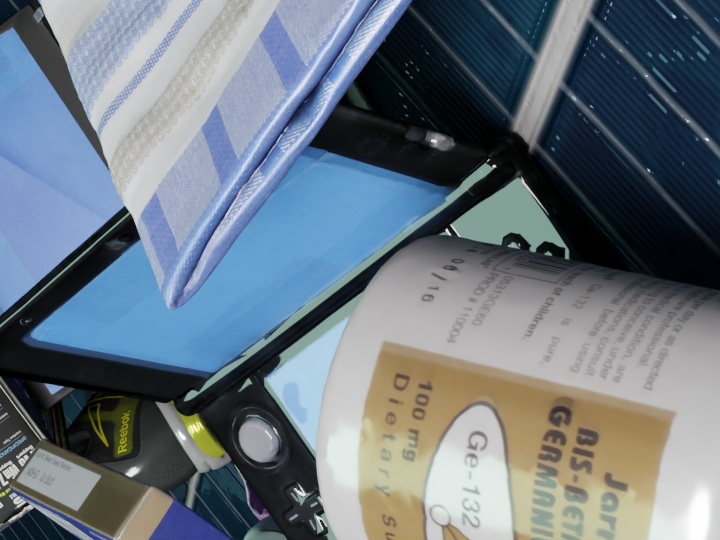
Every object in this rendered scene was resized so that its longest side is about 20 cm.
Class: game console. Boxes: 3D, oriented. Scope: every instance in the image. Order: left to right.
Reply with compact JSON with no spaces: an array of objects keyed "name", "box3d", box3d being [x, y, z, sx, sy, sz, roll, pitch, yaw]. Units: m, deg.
[{"name":"game console","box3d":[-0.016,0.039,0.792,0.200,0.116,0.176,-37,88,37]}]

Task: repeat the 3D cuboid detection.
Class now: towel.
[{"name":"towel","box3d":[-0.055,-0.101,0.722,0.147,0.024,0.200,-53,39,23]}]

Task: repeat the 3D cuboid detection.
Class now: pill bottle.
[{"name":"pill bottle","box3d":[0.096,0.061,0.657,0.199,0.114,0.115,12,134,30]}]

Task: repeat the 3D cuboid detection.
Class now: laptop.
[{"name":"laptop","box3d":[-0.144,-0.050,1.034,0.178,0.103,0.200,55,156,2]}]

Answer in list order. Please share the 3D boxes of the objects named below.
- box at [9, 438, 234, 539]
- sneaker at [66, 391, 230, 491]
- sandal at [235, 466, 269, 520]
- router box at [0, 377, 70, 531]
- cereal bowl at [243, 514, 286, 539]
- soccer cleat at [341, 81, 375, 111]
[{"name":"box","box3d":[-0.051,0.147,0.926,0.200,0.032,0.121,42,164,-27]},{"name":"sneaker","box3d":[-0.139,0.089,1.203,0.075,0.084,0.200,61,165,-9]},{"name":"sandal","box3d":[-0.041,0.100,1.086,0.083,0.050,0.203,54,158,11]},{"name":"router box","box3d":[-0.225,0.044,1.148,0.150,0.062,0.200,55,178,-15]},{"name":"cereal bowl","box3d":[0.032,0.182,1.010,0.200,0.083,0.201,42,152,28]},{"name":"soccer cleat","box3d":[0.000,0.000,0.872,0.077,0.069,0.201,-3,114,59]}]
